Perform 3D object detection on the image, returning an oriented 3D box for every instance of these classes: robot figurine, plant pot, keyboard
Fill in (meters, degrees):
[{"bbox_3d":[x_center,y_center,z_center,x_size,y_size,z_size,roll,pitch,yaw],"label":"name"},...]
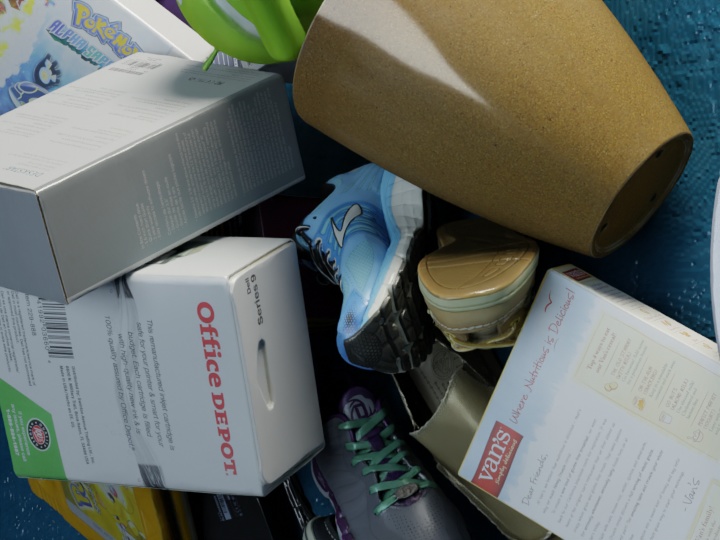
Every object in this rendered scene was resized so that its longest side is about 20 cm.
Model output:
[{"bbox_3d":[-0.038,-0.207,1.370,0.200,0.116,0.176,-40,34,36],"label":"robot figurine"},{"bbox_3d":[0.093,-0.104,1.329,0.200,0.186,0.187,41,115,21],"label":"plant pot"},{"bbox_3d":[-0.076,0.148,1.529,0.127,0.021,0.200,-18,93,48],"label":"keyboard"}]

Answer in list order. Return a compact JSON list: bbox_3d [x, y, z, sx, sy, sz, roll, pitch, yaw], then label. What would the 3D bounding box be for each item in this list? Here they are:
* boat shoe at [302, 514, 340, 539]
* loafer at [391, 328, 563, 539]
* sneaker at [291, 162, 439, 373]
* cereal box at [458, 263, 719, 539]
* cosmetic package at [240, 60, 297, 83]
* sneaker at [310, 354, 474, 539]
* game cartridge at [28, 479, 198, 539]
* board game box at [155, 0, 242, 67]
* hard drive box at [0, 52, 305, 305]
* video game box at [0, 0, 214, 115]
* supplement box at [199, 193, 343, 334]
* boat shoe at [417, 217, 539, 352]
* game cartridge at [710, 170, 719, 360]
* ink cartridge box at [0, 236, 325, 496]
[{"bbox_3d":[0.046,0.203,1.415,0.200,0.075,0.062,31,104,34],"label":"boat shoe"},{"bbox_3d":[0.070,0.101,1.398,0.200,0.067,0.076,52,121,32],"label":"loafer"},{"bbox_3d":[0.000,0.000,1.396,0.090,0.200,0.079,-7,121,9],"label":"sneaker"},{"bbox_3d":[0.169,0.104,1.290,0.200,0.040,0.144,31,110,22],"label":"cereal box"},{"bbox_3d":[0.009,-0.194,1.462,0.200,0.082,0.051,-35,63,35],"label":"cosmetic package"},{"bbox_3d":[0.008,0.127,1.400,0.200,0.074,0.088,42,150,58],"label":"sneaker"},{"bbox_3d":[-0.192,0.138,1.604,0.200,0.032,0.177,29,142,39],"label":"game cartridge"},{"bbox_3d":[-0.160,-0.103,1.631,0.200,0.057,0.166,-19,76,41],"label":"board game box"},{"bbox_3d":[-0.163,-0.064,1.414,0.156,0.200,0.077,13,123,47],"label":"hard drive box"},{"bbox_3d":[-0.230,-0.143,1.561,0.200,0.047,0.182,37,115,-2],"label":"video game box"},{"bbox_3d":[-0.097,0.008,1.529,0.200,0.110,0.086,-14,79,42],"label":"supplement box"},{"bbox_3d":[0.076,0.015,1.338,0.074,0.200,0.067,-6,101,9],"label":"boat shoe"},{"bbox_3d":[0.259,0.004,1.215,0.133,0.040,0.201,-3,82,17],"label":"game cartridge"},{"bbox_3d":[-0.132,0.057,1.411,0.200,0.084,0.146,2,110,30],"label":"ink cartridge box"}]
